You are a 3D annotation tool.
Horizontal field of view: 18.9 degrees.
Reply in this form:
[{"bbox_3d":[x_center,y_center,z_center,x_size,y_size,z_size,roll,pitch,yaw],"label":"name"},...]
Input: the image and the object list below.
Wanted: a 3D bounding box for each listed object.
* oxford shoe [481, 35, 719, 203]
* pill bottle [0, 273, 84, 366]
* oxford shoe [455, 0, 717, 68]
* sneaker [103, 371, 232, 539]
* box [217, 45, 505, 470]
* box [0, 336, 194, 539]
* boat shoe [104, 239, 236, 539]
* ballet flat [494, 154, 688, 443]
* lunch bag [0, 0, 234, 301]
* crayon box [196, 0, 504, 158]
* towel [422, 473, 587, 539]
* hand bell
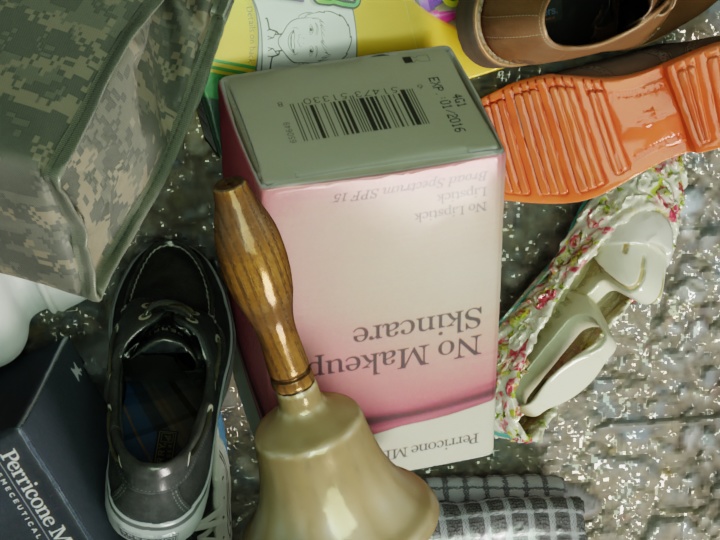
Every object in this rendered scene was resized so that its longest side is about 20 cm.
[{"bbox_3d":[0.139,-0.085,1.200,0.199,0.073,0.072,-10,105,11],"label":"oxford shoe"},{"bbox_3d":[-0.243,0.015,1.112,0.199,0.112,0.113,-25,108,-6],"label":"pill bottle"},{"bbox_3d":[0.148,-0.148,1.158,0.200,0.071,0.072,-25,109,-34],"label":"oxford shoe"},{"bbox_3d":[-0.102,0.136,1.197,0.072,0.072,0.201,-12,107,-11],"label":"sneaker"},{"bbox_3d":[0.000,0.000,1.131,0.127,0.109,0.201,-9,128,-11],"label":"box"},{"bbox_3d":[-0.209,0.152,1.126,0.199,0.107,0.149,-25,108,15],"label":"box"},{"bbox_3d":[-0.098,0.049,1.111,0.068,0.200,0.057,2,134,-4],"label":"boat shoe"},{"bbox_3d":[0.132,0.018,1.221,0.076,0.064,0.200,32,95,-41],"label":"ballet flat"},{"bbox_3d":[-0.165,-0.105,1.051,0.163,0.200,0.118,14,147,17],"label":"lunch bag"},{"bbox_3d":[-0.024,-0.182,1.141,0.172,0.058,0.201,-18,108,-8],"label":"crayon box"},{"bbox_3d":[0.044,0.221,1.244,0.165,0.086,0.201,-2,104,-12],"label":"towel"},{"bbox_3d":[-0.034,0.045,1.047,0.104,0.104,0.201,-19,116,-8],"label":"hand bell"}]
